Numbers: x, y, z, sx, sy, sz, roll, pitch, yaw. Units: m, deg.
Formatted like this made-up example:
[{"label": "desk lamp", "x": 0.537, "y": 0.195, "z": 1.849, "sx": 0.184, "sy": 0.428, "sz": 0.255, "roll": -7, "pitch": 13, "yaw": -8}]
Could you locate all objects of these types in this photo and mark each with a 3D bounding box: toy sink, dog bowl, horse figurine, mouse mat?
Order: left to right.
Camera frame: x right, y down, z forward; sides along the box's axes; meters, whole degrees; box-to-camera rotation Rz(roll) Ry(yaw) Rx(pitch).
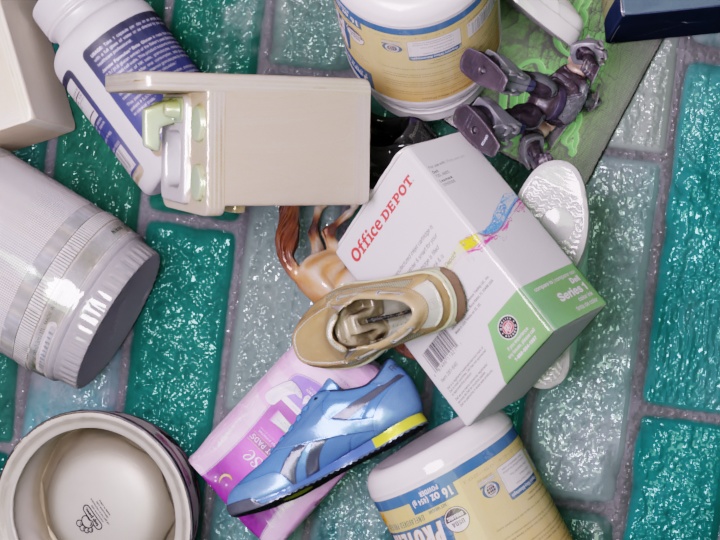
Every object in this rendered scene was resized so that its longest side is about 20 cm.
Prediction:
[{"label": "toy sink", "x": -0.361, "y": -0.215, "z": 1.272, "sx": 0.111, "sy": 0.130, "sz": 0.202, "roll": -16, "pitch": 91, "yaw": 5}, {"label": "dog bowl", "x": -0.238, "y": 0.225, "z": 1.286, "sx": 0.197, "sy": 0.074, "sz": 0.203, "roll": 1, "pitch": 96, "yaw": 13}, {"label": "toy sink", "x": -0.107, "y": -0.107, "z": 1.154, "sx": 0.198, "sy": 0.130, "sz": 0.114, "roll": -1, "pitch": 96, "yaw": -25}, {"label": "horse figurine", "x": 0.000, "y": 0.000, "z": 1.265, "sx": 0.198, "sy": 0.050, "sz": 0.134, "roll": 23, "pitch": 64, "yaw": 2}, {"label": "mouse mat", "x": 0.185, "y": -0.197, "z": 1.290, "sx": 0.160, "sy": 0.008, "sz": 0.202, "roll": 28, "pitch": 94, "yaw": 4}]

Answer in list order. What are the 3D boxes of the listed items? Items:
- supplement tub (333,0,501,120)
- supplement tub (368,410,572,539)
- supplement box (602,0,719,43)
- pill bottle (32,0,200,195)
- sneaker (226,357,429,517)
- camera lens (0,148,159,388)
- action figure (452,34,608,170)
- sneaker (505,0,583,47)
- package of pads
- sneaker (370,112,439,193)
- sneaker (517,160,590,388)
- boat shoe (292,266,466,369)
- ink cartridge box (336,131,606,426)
[{"label": "supplement tub", "x": 0.050, "y": -0.231, "z": 1.188, "sx": 0.143, "sy": 0.200, "sz": 0.147, "roll": -3, "pitch": 68, "yaw": 6}, {"label": "supplement tub", "x": 0.110, "y": 0.241, "z": 1.227, "sx": 0.144, "sy": 0.145, "sz": 0.202, "roll": -28, "pitch": 88, "yaw": 4}, {"label": "supplement box", "x": 0.312, "y": -0.322, "z": 1.211, "sx": 0.197, "sy": 0.134, "sz": 0.203, "roll": -5, "pitch": 89, "yaw": 4}, {"label": "pill bottle", "x": -0.213, "y": -0.181, "z": 1.269, "sx": 0.111, "sy": 0.111, "sz": 0.201, "roll": -37, "pitch": 88, "yaw": 4}, {"label": "sneaker", "x": -0.039, "y": 0.149, "z": 1.214, "sx": 0.199, "sy": 0.066, "sz": 0.079, "roll": -30, "pitch": 80, "yaw": 2}, {"label": "camera lens", "x": -0.305, "y": -0.004, "z": 1.255, "sx": 0.199, "sy": 0.160, "sz": 0.161, "roll": 31, "pitch": 93, "yaw": 4}, {"label": "action figure", "x": 0.160, "y": -0.148, "z": 1.207, "sx": 0.069, "sy": 0.199, "sz": 0.131, "roll": 33, "pitch": 116, "yaw": 32}, {"label": "sneaker", "x": 0.154, "y": -0.308, "z": 1.252, "sx": 0.200, "sy": 0.074, "sz": 0.116, "roll": 44, "pitch": 98, "yaw": 7}, {"label": "package of pads", "x": -0.055, "y": 0.148, "z": 1.281, "sx": 0.120, "sy": 0.076, "sz": 0.200, "roll": 43, "pitch": 94, "yaw": 6}, {"label": "sneaker", "x": 0.057, "y": -0.091, "z": 1.249, "sx": 0.198, "sy": 0.088, "sz": 0.076, "roll": 18, "pitch": 52, "yaw": 3}, {"label": "sneaker", "x": 0.172, "y": -0.008, "z": 1.234, "sx": 0.073, "sy": 0.118, "sz": 0.203, "roll": 6, "pitch": 106, "yaw": 13}, {"label": "boat shoe", "x": -0.004, "y": 0.044, "z": 1.153, "sx": 0.199, "sy": 0.076, "sz": 0.072, "roll": -27, "pitch": 85, "yaw": 46}, {"label": "ink cartridge box", "x": 0.089, "y": 0.005, "z": 1.164, "sx": 0.201, "sy": 0.083, "sz": 0.145, "roll": 52, "pitch": 135, "yaw": 17}]
